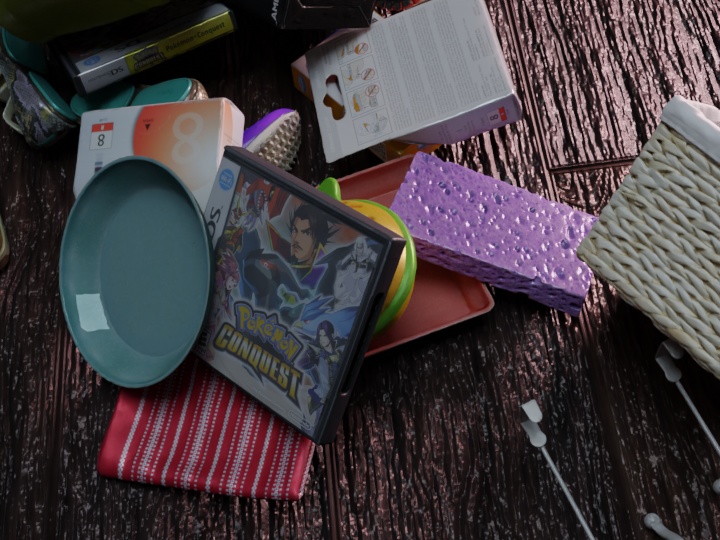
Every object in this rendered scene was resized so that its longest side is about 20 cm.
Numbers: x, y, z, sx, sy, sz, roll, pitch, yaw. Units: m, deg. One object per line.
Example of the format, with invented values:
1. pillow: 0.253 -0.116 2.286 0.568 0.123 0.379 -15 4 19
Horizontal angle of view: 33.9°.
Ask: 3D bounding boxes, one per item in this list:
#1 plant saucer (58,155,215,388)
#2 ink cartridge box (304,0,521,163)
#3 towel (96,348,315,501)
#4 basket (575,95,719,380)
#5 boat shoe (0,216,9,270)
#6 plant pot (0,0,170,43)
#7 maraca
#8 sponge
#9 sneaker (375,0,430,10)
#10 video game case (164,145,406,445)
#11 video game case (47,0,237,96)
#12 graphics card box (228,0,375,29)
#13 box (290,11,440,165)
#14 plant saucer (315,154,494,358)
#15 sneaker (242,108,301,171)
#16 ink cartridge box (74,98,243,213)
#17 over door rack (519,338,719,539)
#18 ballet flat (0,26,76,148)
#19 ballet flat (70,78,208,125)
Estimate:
1. plant saucer: -0.191 0.001 1.045 0.036 0.201 0.200 1 38 -51
2. ink cartridge box: 0.051 -0.191 1.211 0.198 0.050 0.164 -21 55 12
3. towel: -0.128 0.123 1.035 0.197 0.023 0.146 3 61 20
4. basket: 0.323 -0.018 0.990 0.200 0.197 0.162 43 112 28
5. boat shoe: -0.407 -0.089 1.197 0.071 0.077 0.201 -27 58 -13
6. plant pot: -0.286 -0.328 1.186 0.191 0.200 0.203 -22 50 28
7. maraca: -0.026 -0.009 1.050 0.137 0.107 0.200 -46 44 -2
8. sponge: 0.126 -0.037 1.108 0.198 0.030 0.112 20 49 5
9. sneaker: 0.009 -0.336 1.339 0.199 0.079 0.082 30 25 33
10. video game case: -0.070 0.017 0.989 0.199 0.025 0.183 30 107 34
11. video game case: -0.248 -0.269 1.286 0.179 0.026 0.200 -26 37 -12
12. graphics card box: -0.091 -0.308 1.246 0.124 0.051 0.199 -10 34 -40
13. box: 0.018 -0.200 1.257 0.119 0.042 0.200 -38 63 -19
14. plant saucer: 0.000 0.000 1.125 0.198 0.037 0.201 -20 57 -7
15. sneaker: -0.147 -0.106 1.190 0.099 0.070 0.200 30 63 26
16. ink cartridge box: -0.196 -0.055 1.103 0.160 0.050 0.203 -2 73 23
17. over door rack: 0.232 0.175 0.956 0.146 0.067 0.202 -23 78 -11
18. ballet flat: -0.368 -0.199 1.275 0.071 0.073 0.201 -25 51 -12
19. ballet flat: -0.225 -0.159 1.227 0.198 0.065 0.071 9 59 42
